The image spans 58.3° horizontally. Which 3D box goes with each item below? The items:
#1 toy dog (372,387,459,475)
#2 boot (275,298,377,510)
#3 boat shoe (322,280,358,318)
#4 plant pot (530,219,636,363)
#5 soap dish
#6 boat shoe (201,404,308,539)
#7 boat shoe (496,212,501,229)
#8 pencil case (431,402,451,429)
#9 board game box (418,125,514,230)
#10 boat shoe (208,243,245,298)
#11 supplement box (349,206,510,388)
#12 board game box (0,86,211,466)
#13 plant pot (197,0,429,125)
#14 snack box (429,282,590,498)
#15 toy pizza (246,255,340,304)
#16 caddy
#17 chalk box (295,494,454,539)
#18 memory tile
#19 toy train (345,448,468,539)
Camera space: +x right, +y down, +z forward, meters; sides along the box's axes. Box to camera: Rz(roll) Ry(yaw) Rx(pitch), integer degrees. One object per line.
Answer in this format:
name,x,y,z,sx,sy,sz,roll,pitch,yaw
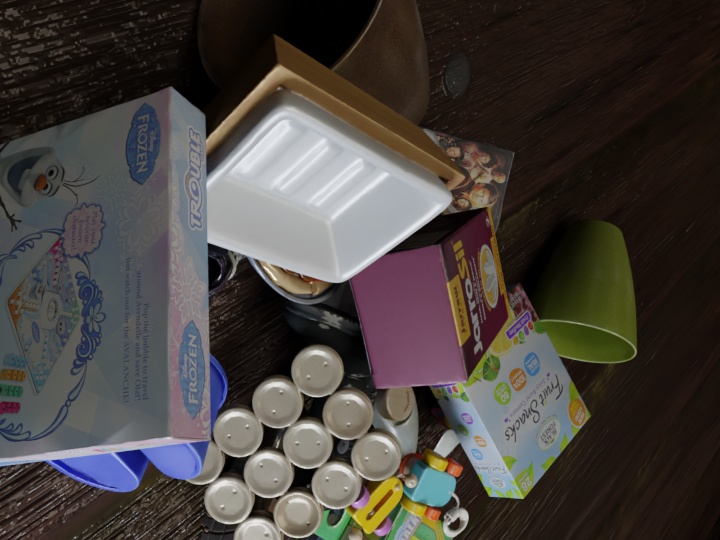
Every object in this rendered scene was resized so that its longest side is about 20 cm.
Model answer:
toy dog,0.066,0.193,0.828,0.096,0.130,0.203,-45,132,-30
boot,-0.045,0.143,0.668,0.163,0.065,0.204,25,89,-40
boat shoe,0.000,0.000,0.734,0.068,0.071,0.204,17,91,-48
plant pot,0.377,0.026,1.083,0.187,0.184,0.204,38,62,-46
soap dish,-0.039,-0.074,0.491,0.198,0.156,0.083,18,47,-44
boat shoe,-0.107,0.235,0.704,0.071,0.075,0.204,29,84,-49
boat shoe,0.128,-0.039,0.857,0.074,0.068,0.204,18,91,-34
pencil case,0.189,0.161,0.981,0.200,0.087,0.089,-48,133,-23
board game box,0.099,-0.061,0.788,0.132,0.035,0.205,11,97,-8
boat shoe,-0.126,-0.020,0.578,0.199,0.092,0.076,-34,126,-33
supplement box,0.079,0.019,0.669,0.199,0.101,0.134,-33,112,-61
board game box,-0.186,0.011,0.398,0.043,0.195,0.205,33,49,-64
plant pot,-0.014,-0.199,0.592,0.199,0.184,0.191,26,85,-60
snack box,0.182,0.147,0.808,0.168,0.067,0.203,-34,97,-34
toy pizza,-0.055,-0.070,0.618,0.199,0.031,0.205,29,56,-54
caddy,-0.194,0.086,0.510,0.106,0.138,0.201,-86,154,-44
chalk box,0.013,0.334,0.824,0.126,0.122,0.200,-58,136,-14
memory tile,-0.070,0.180,0.626,0.198,0.017,0.155,-36,97,7
toy train,0.032,0.281,0.731,0.197,0.055,0.154,-18,115,-30
